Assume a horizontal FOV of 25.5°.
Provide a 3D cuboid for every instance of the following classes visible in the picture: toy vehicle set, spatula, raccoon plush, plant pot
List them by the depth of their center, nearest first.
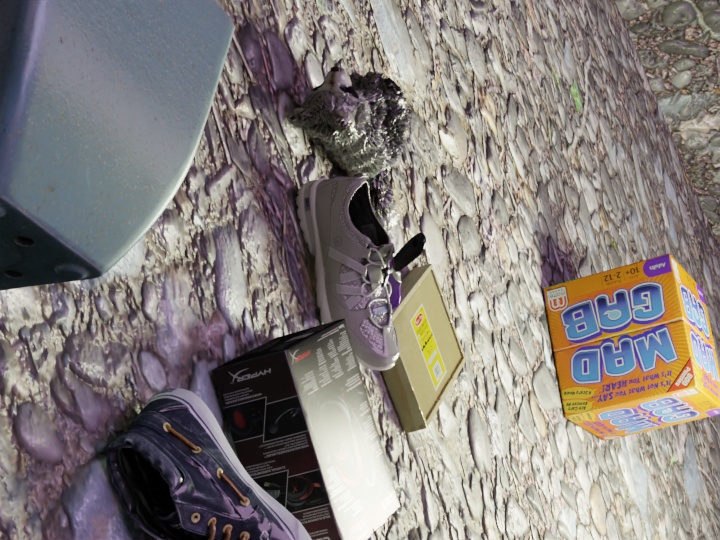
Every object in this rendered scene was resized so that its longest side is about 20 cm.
[{"bbox_3d":[-0.217,-0.101,0.969,0.196,0.194,0.202,44,47,-53],"label":"plant pot"},{"bbox_3d":[0.038,-0.001,1.601,0.200,0.020,0.057,123,-34,-72],"label":"spatula"},{"bbox_3d":[-0.001,-0.118,1.653,0.134,0.096,0.202,-47,119,-57],"label":"raccoon plush"},{"bbox_3d":[0.065,0.082,1.754,0.125,0.026,0.200,70,21,-12],"label":"toy vehicle set"}]

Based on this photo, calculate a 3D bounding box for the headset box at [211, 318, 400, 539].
[{"bbox_3d":[-0.040,0.158,1.370,0.148,0.074,0.202,-26,99,-68],"label":"headset box"}]

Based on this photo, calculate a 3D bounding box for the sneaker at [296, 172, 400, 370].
[{"bbox_3d":[0.000,0.000,1.557,0.074,0.081,0.202,-21,91,-54],"label":"sneaker"}]

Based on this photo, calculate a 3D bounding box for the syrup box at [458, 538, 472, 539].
[{"bbox_3d":[0.082,0.366,1.524,0.201,0.081,0.079,-83,151,-45],"label":"syrup box"}]

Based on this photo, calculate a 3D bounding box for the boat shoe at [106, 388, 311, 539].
[{"bbox_3d":[-0.109,0.188,1.162,0.201,0.071,0.091,53,29,-4],"label":"boat shoe"}]

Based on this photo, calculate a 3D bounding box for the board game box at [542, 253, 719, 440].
[{"bbox_3d":[0.409,0.119,2.357,0.200,0.198,0.202,31,47,-60],"label":"board game box"}]
